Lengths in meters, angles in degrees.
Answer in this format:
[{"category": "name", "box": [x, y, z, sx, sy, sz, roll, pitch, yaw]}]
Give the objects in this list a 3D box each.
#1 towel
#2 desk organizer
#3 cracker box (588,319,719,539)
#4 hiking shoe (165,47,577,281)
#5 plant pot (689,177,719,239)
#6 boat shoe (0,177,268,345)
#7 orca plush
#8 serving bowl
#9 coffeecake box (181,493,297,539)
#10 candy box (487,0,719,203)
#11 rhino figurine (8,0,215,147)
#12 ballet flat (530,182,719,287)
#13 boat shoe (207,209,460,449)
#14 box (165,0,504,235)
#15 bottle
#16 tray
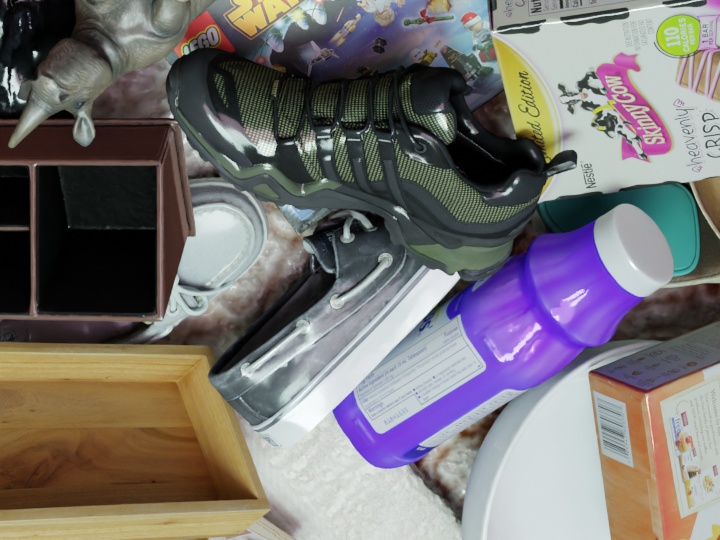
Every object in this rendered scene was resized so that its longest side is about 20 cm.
[{"category": "towel", "box": [-0.030, 0.136, 1.347, 0.132, 0.035, 0.200, -39, 114, 7]}, {"category": "desk organizer", "box": [-0.189, -0.025, 1.185, 0.199, 0.077, 0.072, 0, 127, 8]}, {"category": "cracker box", "box": [0.226, 0.092, 1.320, 0.199, 0.058, 0.135, -18, 110, -26]}, {"category": "hiking shoe", "box": [0.005, -0.075, 1.181, 0.199, 0.076, 0.101, 22, 132, -17]}, {"category": "plant pot", "box": [0.264, -0.078, 1.283, 0.199, 0.027, 0.201, 0, 87, -8]}, {"category": "boat shoe", "box": [-0.139, 0.017, 1.258, 0.201, 0.065, 0.075, -23, 115, -1]}, {"category": "orca plush", "box": [-0.154, -0.135, 1.187, 0.105, 0.071, 0.201, 20, 107, -19]}, {"category": "serving bowl", "box": [0.134, 0.132, 1.346, 0.199, 0.066, 0.201, -7, 104, -30]}, {"category": "coffeecake box", "box": [-0.108, 0.237, 1.259, 0.073, 0.200, 0.153, 36, 123, -21]}, {"category": "candy box", "box": [0.170, -0.108, 1.186, 0.199, 0.061, 0.137, -8, 142, 11]}, {"category": "rhino figurine", "box": [-0.107, -0.132, 1.159, 0.060, 0.087, 0.200, 36, 70, -2]}, {"category": "ballet flat", "box": [0.180, -0.014, 1.311, 0.199, 0.062, 0.068, 6, 70, -12]}, {"category": "boat shoe", "box": [0.000, 0.000, 1.269, 0.068, 0.072, 0.200, 43, 89, -16]}, {"category": "box", "box": [0.008, -0.130, 1.239, 0.200, 0.040, 0.137, -36, 114, 5]}, {"category": "bottle", "box": [0.075, 0.033, 1.260, 0.200, 0.084, 0.065, -35, 92, 34]}, {"category": "tray", "box": [-0.144, 0.087, 1.204, 0.199, 0.099, 0.037, 2, 147, -45]}]
